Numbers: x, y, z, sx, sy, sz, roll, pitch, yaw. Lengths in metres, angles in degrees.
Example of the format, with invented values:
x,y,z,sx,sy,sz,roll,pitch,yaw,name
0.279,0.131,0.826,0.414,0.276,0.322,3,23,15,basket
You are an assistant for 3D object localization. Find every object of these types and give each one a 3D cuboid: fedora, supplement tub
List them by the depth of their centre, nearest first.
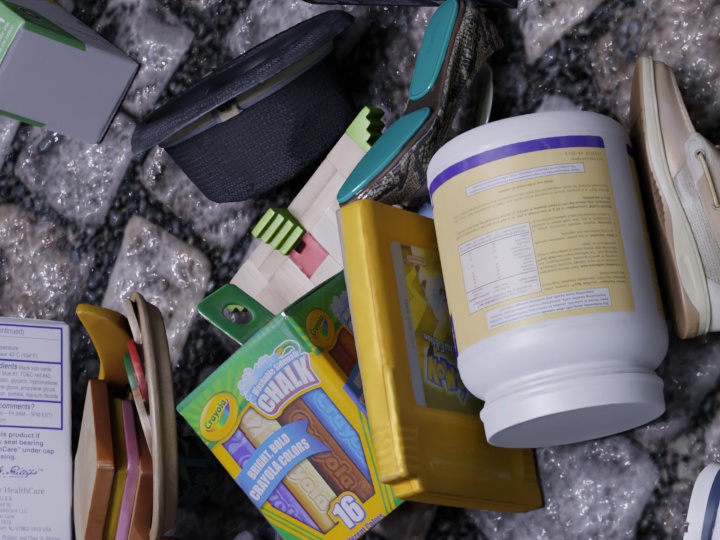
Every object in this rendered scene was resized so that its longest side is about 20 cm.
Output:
x,y,z,sx,sy,sz,roll,pitch,yaw,name
0.129,0.008,1.428,0.144,0.145,0.202,-19,71,32,supplement tub
-0.075,-0.116,1.623,0.199,0.201,0.092,-23,104,31,fedora

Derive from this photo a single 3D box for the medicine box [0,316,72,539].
x,y,z,sx,sy,sz,roll,pitch,yaw,name
-0.298,0.158,1.685,0.182,0.102,0.202,139,132,-63,medicine box

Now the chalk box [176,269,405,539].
x,y,z,sx,sy,sz,roll,pitch,yaw,name
-0.034,0.087,1.497,0.124,0.125,0.200,-40,89,29,chalk box

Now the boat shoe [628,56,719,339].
x,y,z,sx,sy,sz,roll,pitch,yaw,name
0.226,-0.053,1.425,0.064,0.072,0.202,-9,67,-3,boat shoe

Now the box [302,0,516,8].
x,y,z,sx,sy,sz,roll,pitch,yaw,name
-0.004,-0.235,1.564,0.199,0.160,0.044,7,86,38,box

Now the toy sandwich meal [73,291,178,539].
x,y,z,sx,sy,sz,roll,pitch,yaw,name
-0.178,0.116,1.553,0.205,0.070,0.207,176,90,-79,toy sandwich meal

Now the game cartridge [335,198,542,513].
x,y,z,sx,sy,sz,roll,pitch,yaw,name
0.058,0.062,1.452,0.032,0.176,0.202,-21,70,31,game cartridge

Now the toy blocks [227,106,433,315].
x,y,z,sx,sy,sz,roll,pitch,yaw,name
0.000,0.000,1.570,0.137,0.100,0.200,45,109,21,toy blocks

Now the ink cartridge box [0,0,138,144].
x,y,z,sx,sy,sz,roll,pitch,yaw,name
-0.310,-0.201,1.791,0.200,0.144,0.084,37,102,36,ink cartridge box

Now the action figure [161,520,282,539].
x,y,z,sx,sy,sz,roll,pitch,yaw,name
-0.124,0.277,1.594,0.192,0.104,0.202,-8,74,45,action figure

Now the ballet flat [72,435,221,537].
x,y,z,sx,sy,sz,roll,pitch,yaw,name
-0.204,0.169,1.693,0.199,0.074,0.075,-21,70,32,ballet flat

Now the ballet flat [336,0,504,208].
x,y,z,sx,sy,sz,roll,pitch,yaw,name
0.055,-0.105,1.518,0.068,0.075,0.201,-20,37,55,ballet flat

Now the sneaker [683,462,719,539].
x,y,z,sx,sy,sz,roll,pitch,yaw,name
0.246,0.226,1.351,0.080,0.076,0.202,6,86,27,sneaker
